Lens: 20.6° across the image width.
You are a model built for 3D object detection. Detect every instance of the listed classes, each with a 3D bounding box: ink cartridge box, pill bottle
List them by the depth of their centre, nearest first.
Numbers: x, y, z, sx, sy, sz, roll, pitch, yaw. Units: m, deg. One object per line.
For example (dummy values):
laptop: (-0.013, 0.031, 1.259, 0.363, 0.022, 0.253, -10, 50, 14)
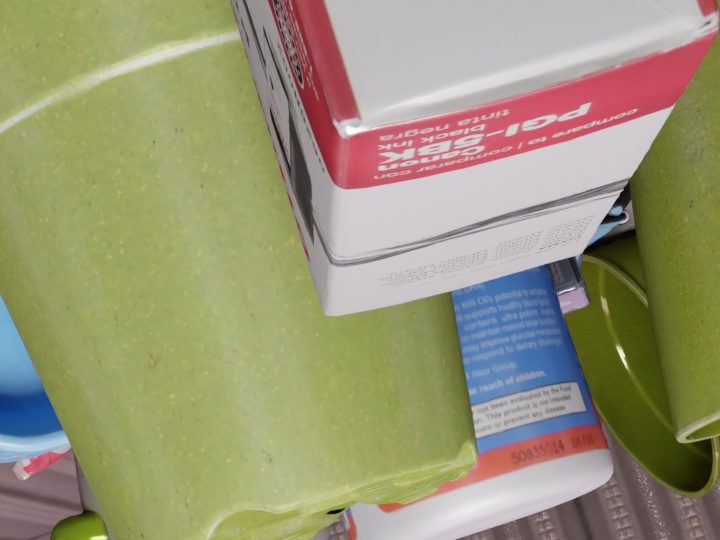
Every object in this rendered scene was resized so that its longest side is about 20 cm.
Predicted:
ink cartridge box: (0.010, -0.082, 0.484, 0.082, 0.148, 0.200, -16, 168, -5)
pill bottle: (0.021, 0.006, 0.801, 0.111, 0.202, 0.112, -17, 170, -3)

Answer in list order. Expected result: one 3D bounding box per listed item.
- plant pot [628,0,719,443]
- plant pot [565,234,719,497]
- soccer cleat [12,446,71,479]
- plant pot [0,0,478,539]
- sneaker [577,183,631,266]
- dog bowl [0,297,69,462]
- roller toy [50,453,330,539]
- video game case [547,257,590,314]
plant pot: (0.164, -0.066, 0.678, 0.186, 0.201, 0.187, -17, 169, -4)
plant pot: (0.281, 0.036, 1.488, 0.192, 0.201, 0.200, -28, 172, -17)
soccer cleat: (-0.178, 0.064, 1.172, 0.077, 0.067, 0.200, -48, 178, -28)
plant pot: (-0.046, -0.004, 0.668, 0.199, 0.191, 0.200, -18, 170, -3)
sneaker: (0.121, -0.027, 1.143, 0.089, 0.079, 0.200, -22, 169, 3)
dog bowl: (-0.105, 0.018, 0.853, 0.199, 0.112, 0.050, -14, -173, -21)
roller toy: (-0.117, 0.152, 1.463, 0.181, 0.141, 0.200, -12, 176, 28)
video game case: (0.000, 0.000, 0.954, 0.199, 0.143, 0.019, -19, 130, 5)
